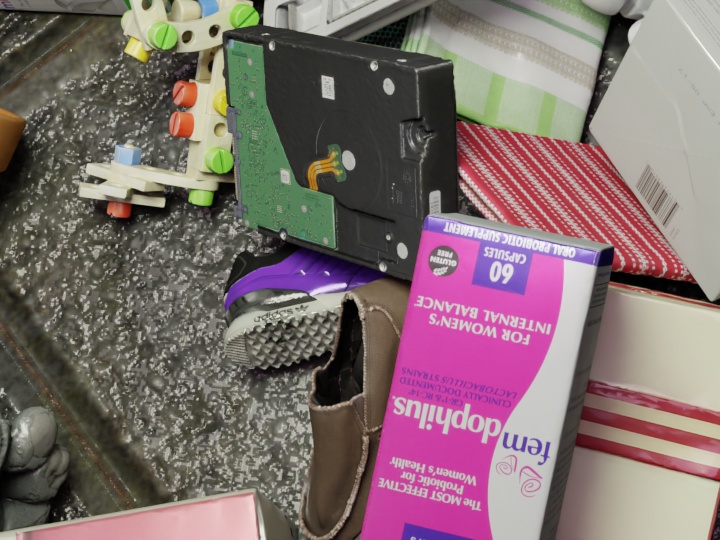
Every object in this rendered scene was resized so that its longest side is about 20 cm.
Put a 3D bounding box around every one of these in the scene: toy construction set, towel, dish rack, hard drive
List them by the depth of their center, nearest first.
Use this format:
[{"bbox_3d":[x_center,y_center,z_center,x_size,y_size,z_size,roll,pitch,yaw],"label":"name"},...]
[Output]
[{"bbox_3d":[-0.014,-0.079,1.275,0.200,0.038,0.140,16,115,47],"label":"hard drive"},{"bbox_3d":[0.136,-0.042,1.283,0.145,0.200,0.023,51,121,37],"label":"towel"},{"bbox_3d":[0.026,-0.232,1.353,0.200,0.044,0.172,-23,47,29],"label":"dish rack"},{"bbox_3d":[0.112,-0.190,1.387,0.149,0.031,0.200,20,69,-16],"label":"towel"},{"bbox_3d":[-0.127,-0.121,1.391,0.092,0.131,0.200,49,129,51],"label":"toy construction set"}]

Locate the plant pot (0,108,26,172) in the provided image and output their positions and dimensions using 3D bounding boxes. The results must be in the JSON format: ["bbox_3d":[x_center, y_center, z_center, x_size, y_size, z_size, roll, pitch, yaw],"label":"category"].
[{"bbox_3d":[-0.356,-0.077,1.402,0.200,0.200,0.140,22,93,17],"label":"plant pot"}]

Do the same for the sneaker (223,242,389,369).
[{"bbox_3d":[0.000,0.000,1.366,0.200,0.070,0.100,-9,55,1],"label":"sneaker"}]

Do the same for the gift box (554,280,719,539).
[{"bbox_3d":[0.145,0.093,1.251,0.186,0.200,0.185,13,88,11],"label":"gift box"}]

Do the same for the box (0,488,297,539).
[{"bbox_3d":[-0.142,0.221,1.285,0.200,0.128,0.109,-11,71,8],"label":"box"}]

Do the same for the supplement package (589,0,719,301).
[{"bbox_3d":[0.286,-0.108,1.266,0.200,0.151,0.152,-22,66,-25],"label":"supplement package"}]

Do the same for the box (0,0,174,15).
[{"bbox_3d":[-0.217,-0.303,1.494,0.176,0.097,0.200,5,73,10],"label":"box"}]

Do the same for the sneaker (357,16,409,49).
[{"bbox_3d":[0.028,-0.151,1.410,0.200,0.078,0.091,-45,74,-4],"label":"sneaker"}]

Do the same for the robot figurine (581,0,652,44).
[{"bbox_3d":[0.223,-0.225,1.358,0.200,0.113,0.170,8,71,-7],"label":"robot figurine"}]

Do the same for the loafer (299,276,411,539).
[{"bbox_3d":[-0.009,0.091,1.288,0.073,0.071,0.200,36,115,54],"label":"loafer"}]

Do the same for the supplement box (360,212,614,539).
[{"bbox_3d":[0.073,0.075,1.119,0.101,0.103,0.200,12,94,11],"label":"supplement box"}]

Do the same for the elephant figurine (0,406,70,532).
[{"bbox_3d":[-0.311,0.119,1.366,0.200,0.155,0.142,27,112,28],"label":"elephant figurine"}]
